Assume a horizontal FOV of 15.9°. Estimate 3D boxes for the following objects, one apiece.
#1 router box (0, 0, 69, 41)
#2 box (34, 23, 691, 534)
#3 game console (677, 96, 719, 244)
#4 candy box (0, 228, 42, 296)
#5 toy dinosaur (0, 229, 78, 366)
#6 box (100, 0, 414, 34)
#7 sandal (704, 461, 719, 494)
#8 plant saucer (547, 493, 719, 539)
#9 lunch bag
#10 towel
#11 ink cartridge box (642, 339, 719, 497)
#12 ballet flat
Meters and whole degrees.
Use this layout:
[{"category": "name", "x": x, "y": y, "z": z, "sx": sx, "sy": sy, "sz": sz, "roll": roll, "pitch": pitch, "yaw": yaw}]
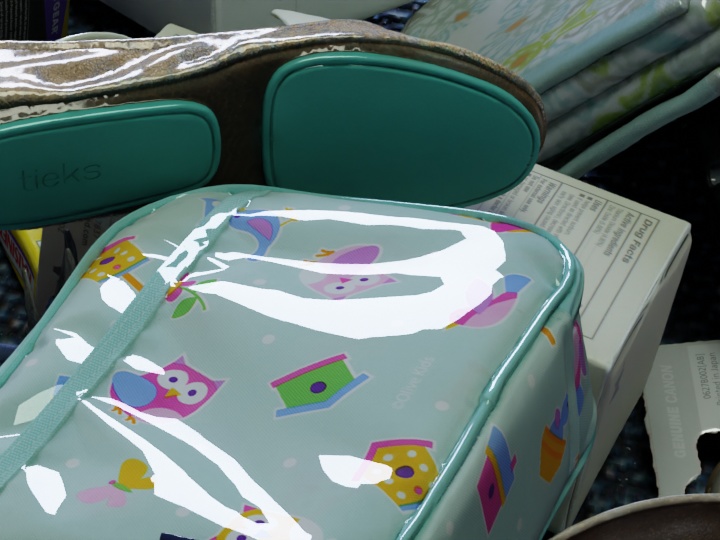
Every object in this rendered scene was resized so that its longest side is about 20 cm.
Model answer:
[{"category": "router box", "x": -0.239, "y": -0.121, "z": 1.029, "sx": 0.200, "sy": 0.052, "sz": 0.157, "roll": 32, "pitch": 44, "yaw": 26}, {"category": "box", "x": 0.000, "y": 0.000, "z": 0.868, "sx": 0.199, "sy": 0.078, "sz": 0.095, "roll": 23, "pitch": 39, "yaw": 13}, {"category": "game console", "x": 0.204, "y": -0.036, "z": 1.009, "sx": 0.199, "sy": 0.117, "sz": 0.176, "roll": -5, "pitch": 60, "yaw": -16}, {"category": "candy box", "x": -0.066, "y": 0.006, "z": 0.928, "sx": 0.102, "sy": 0.026, "sz": 0.200, "roll": -10, "pitch": 43, "yaw": -21}, {"category": "toy dinosaur", "x": -0.131, "y": 0.039, "z": 0.835, "sx": 0.105, "sy": 0.200, "sz": 0.182, "roll": -44, "pitch": 100, "yaw": -19}, {"category": "box", "x": -0.067, "y": -0.218, "z": 1.045, "sx": 0.130, "sy": 0.201, "sz": 0.199, "roll": -24, "pitch": 39, "yaw": -34}, {"category": "sandal", "x": 0.190, "y": 0.118, "z": 0.781, "sx": 0.082, "sy": 0.055, "sz": 0.200, "roll": -38, "pitch": 71, "yaw": -10}, {"category": "plant saucer", "x": 0.106, "y": 0.162, "z": 0.718, "sx": 0.199, "sy": 0.032, "sz": 0.201, "roll": 6, "pitch": 65, "yaw": -12}, {"category": "lunch bag", "x": -0.033, "y": 0.054, "z": 0.709, "sx": 0.160, "sy": 0.077, "sz": 0.200, "roll": 11, "pitch": 37, "yaw": 23}, {"category": "towel", "x": 0.077, "y": -0.083, "z": 0.963, "sx": 0.048, "sy": 0.200, "sz": 0.171, "roll": 51, "pitch": 34, "yaw": -17}, {"category": "ink cartridge box", "x": 0.202, "y": 0.085, "z": 0.883, "sx": 0.199, "sy": 0.050, "sz": 0.161, "roll": -6, "pitch": 39, "yaw": 4}, {"category": "ballet flat", "x": -0.041, "y": -0.054, "z": 0.811, "sx": 0.199, "sy": 0.068, "sz": 0.067, "roll": -1, "pitch": 34, "yaw": -18}]
